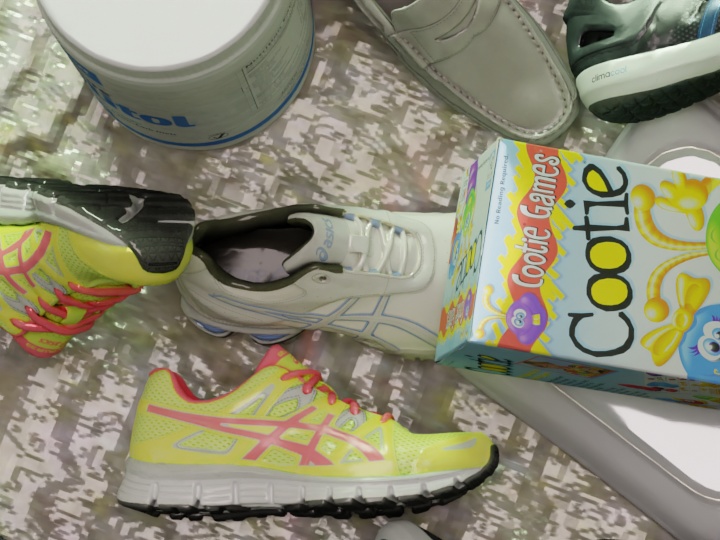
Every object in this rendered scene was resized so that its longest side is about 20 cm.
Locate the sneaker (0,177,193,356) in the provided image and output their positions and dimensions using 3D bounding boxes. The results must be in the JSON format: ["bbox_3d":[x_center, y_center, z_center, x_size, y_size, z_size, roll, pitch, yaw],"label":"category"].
[{"bbox_3d":[-0.147,0.001,1.510,0.078,0.200,0.091,3,93,-32],"label":"sneaker"}]

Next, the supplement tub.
[{"bbox_3d":[-0.093,-0.141,1.508,0.131,0.200,0.133,-1,81,4],"label":"supplement tub"}]

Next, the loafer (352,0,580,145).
[{"bbox_3d":[0.037,-0.140,1.551,0.200,0.070,0.070,41,95,-6],"label":"loafer"}]

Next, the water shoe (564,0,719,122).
[{"bbox_3d":[0.200,-0.142,1.519,0.199,0.071,0.079,-18,76,10],"label":"water shoe"}]

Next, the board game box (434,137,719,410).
[{"bbox_3d":[0.149,0.008,1.470,0.199,0.105,0.103,10,81,-7],"label":"board game box"}]

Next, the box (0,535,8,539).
[{"bbox_3d":[-0.136,0.236,1.451,0.198,0.200,0.123,35,84,9],"label":"box"}]

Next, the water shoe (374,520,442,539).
[{"bbox_3d":[0.092,0.195,1.520,0.200,0.072,0.079,42,52,16],"label":"water shoe"}]

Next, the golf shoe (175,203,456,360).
[{"bbox_3d":[0.000,0.000,1.527,0.199,0.097,0.079,-4,73,5],"label":"golf shoe"}]

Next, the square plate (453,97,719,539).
[{"bbox_3d":[0.182,0.028,1.550,0.198,0.028,0.200,37,86,9],"label":"square plate"}]

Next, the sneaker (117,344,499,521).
[{"bbox_3d":[-0.027,0.083,1.531,0.199,0.078,0.091,0,79,4],"label":"sneaker"}]

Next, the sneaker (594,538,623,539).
[{"bbox_3d":[0.200,0.153,1.495,0.199,0.072,0.083,13,117,-6],"label":"sneaker"}]
